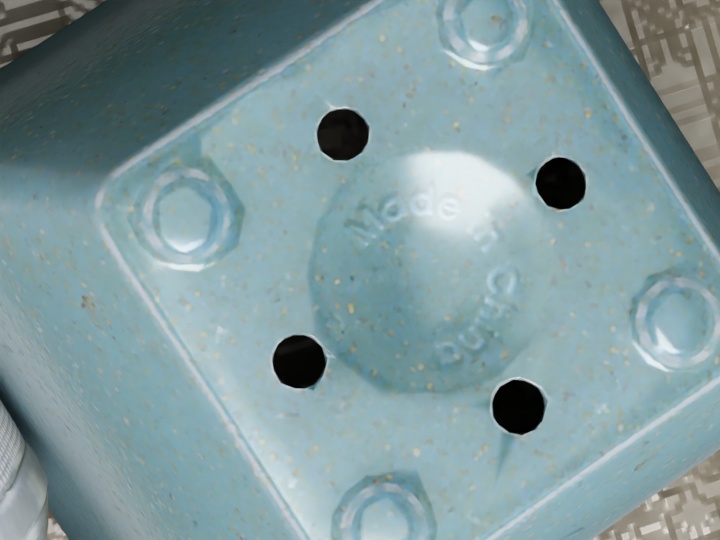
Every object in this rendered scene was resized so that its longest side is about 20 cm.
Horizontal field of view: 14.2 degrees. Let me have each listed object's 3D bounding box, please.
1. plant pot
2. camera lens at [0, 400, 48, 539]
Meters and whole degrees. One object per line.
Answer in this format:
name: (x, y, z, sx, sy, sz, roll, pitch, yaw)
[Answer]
plant pot: (0.000, 0.000, 0.732, 0.196, 0.200, 0.196, -34, 94, -9)
camera lens: (-0.183, 0.030, 0.707, 0.160, 0.160, 0.201, -33, 105, -9)
